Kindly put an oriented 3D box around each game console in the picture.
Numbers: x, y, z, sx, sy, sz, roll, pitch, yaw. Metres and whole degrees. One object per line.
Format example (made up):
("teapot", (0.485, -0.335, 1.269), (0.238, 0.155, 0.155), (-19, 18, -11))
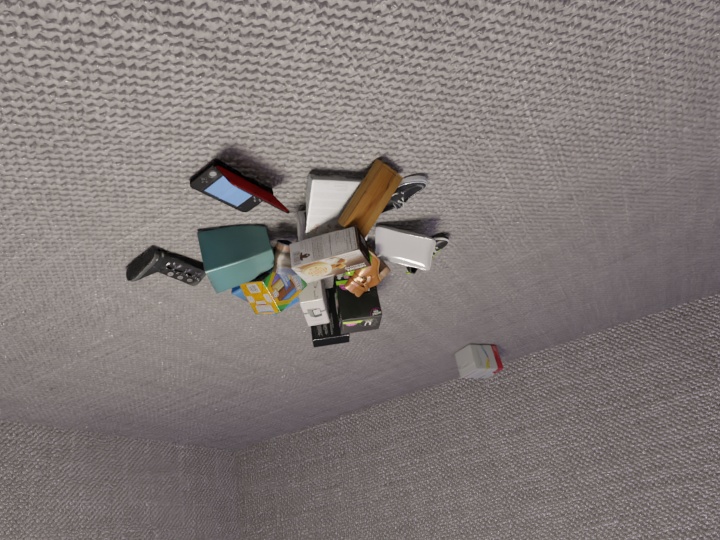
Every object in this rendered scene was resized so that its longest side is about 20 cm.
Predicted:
("game console", (-0.313, -0.188, 1.413), (0.172, 0.120, 0.199), (-29, 147, 28))

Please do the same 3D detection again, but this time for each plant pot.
("plant pot", (-0.363, -0.047, 1.633), (0.198, 0.142, 0.142), (-16, 153, -8))

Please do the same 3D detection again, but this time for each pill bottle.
("pill bottle", (-0.084, -0.125, 1.615), (0.198, 0.115, 0.115), (-5, 151, -12))

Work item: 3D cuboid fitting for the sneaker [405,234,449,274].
("sneaker", (0.236, -0.048, 1.908), (0.071, 0.083, 0.199), (16, 141, -42))

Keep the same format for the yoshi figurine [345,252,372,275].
("yoshi figurine", (-0.024, -0.046, 1.690), (0.111, 0.200, 0.113), (-32, 112, -6))

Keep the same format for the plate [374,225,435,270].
("plate", (0.146, -0.080, 1.809), (0.198, 0.033, 0.201), (14, 153, 8))

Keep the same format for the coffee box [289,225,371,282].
("coffee box", (-0.083, -0.043, 1.517), (0.198, 0.080, 0.114), (-14, 155, 12))

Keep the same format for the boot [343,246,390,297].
("boot", (0.000, 0.000, 1.841), (0.154, 0.074, 0.200), (-40, 130, 5))

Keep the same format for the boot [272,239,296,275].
("boot", (-0.189, -0.034, 1.679), (0.199, 0.075, 0.098), (8, 106, -44))

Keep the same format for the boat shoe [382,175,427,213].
("boat shoe", (0.105, -0.210, 1.582), (0.198, 0.068, 0.072), (-19, 151, 13))

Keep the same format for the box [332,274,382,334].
("box", (-0.014, 0.108, 1.973), (0.147, 0.202, 0.125), (-6, 152, -9))

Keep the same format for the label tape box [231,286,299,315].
("label tape box", (-0.325, 0.067, 1.898), (0.144, 0.064, 0.200), (-28, 138, 29))

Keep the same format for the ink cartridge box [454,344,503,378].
("ink cartridge box", (0.643, 0.496, 2.980), (0.198, 0.146, 0.145), (6, 148, -30))

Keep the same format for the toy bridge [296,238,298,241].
("toy bridge", (-0.153, -0.099, 1.728), (0.199, 0.027, 0.067), (-30, 146, 31))

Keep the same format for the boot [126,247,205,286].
("boot", (-0.607, 0.006, 1.721), (0.164, 0.066, 0.199), (-27, 153, 29))

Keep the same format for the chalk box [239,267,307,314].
("chalk box", (-0.266, 0.033, 1.754), (0.124, 0.200, 0.125), (-6, 119, 40))

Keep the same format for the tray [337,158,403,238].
("tray", (0.029, -0.195, 1.504), (0.098, 0.037, 0.201), (25, 100, -48))

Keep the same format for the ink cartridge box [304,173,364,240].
("ink cartridge box", (-0.076, -0.167, 1.526), (0.159, 0.047, 0.202), (-1, 122, -21))

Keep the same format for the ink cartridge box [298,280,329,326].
("ink cartridge box", (-0.168, 0.088, 1.937), (0.083, 0.147, 0.200), (-9, 151, -1))

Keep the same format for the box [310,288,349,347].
("box", (-0.123, 0.175, 2.051), (0.140, 0.202, 0.079), (-8, 151, -4))
